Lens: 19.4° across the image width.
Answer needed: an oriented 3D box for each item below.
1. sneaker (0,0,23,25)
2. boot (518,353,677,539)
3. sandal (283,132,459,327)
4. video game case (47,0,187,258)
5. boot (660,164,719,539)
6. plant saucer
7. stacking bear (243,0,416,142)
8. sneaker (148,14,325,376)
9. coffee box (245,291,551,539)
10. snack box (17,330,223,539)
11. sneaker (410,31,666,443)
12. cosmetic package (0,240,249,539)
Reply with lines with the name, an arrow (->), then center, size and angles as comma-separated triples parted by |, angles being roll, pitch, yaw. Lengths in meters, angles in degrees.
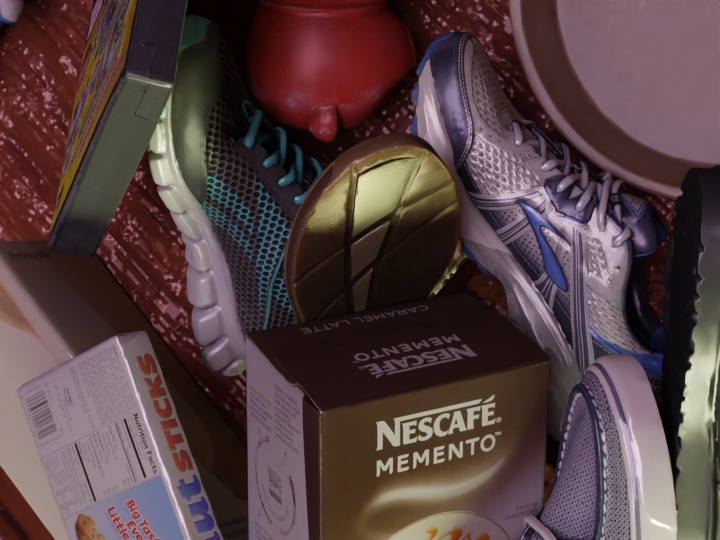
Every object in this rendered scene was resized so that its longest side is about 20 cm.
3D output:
sneaker -> -0.268, -0.145, 1.110 | 0.199, 0.081, 0.147 | -25, 78, 16
boot -> 0.081, 0.137, 0.894 | 0.090, 0.073, 0.201 | -5, 103, -11
sandal -> 0.000, 0.000, 0.960 | 0.080, 0.200, 0.054 | -20, 59, -10
video game case -> -0.102, -0.124, 0.963 | 0.025, 0.200, 0.182 | 13, 67, -13
boot -> 0.209, 0.051, 0.879 | 0.161, 0.073, 0.199 | 0, 110, 1
plant saucer -> 0.164, -0.131, 0.957 | 0.199, 0.029, 0.201 | 1, 93, 23
stacking bear -> -0.015, -0.164, 0.990 | 0.113, 0.121, 0.201 | -5, 106, -20
sneaker -> -0.043, -0.037, 0.995 | 0.091, 0.078, 0.201 | -3, 132, 12
coffee box -> 0.015, 0.123, 0.940 | 0.080, 0.114, 0.201 | -139, 43, -55
snack box -> -0.095, 0.134, 0.959 | 0.072, 0.024, 0.201 | -26, 80, 33
sneaker -> 0.094, -0.024, 0.957 | 0.085, 0.077, 0.201 | -22, 100, 28
cosmetic package -> -0.124, 0.082, 1.047 | 0.071, 0.105, 0.200 | -43, 77, 17
